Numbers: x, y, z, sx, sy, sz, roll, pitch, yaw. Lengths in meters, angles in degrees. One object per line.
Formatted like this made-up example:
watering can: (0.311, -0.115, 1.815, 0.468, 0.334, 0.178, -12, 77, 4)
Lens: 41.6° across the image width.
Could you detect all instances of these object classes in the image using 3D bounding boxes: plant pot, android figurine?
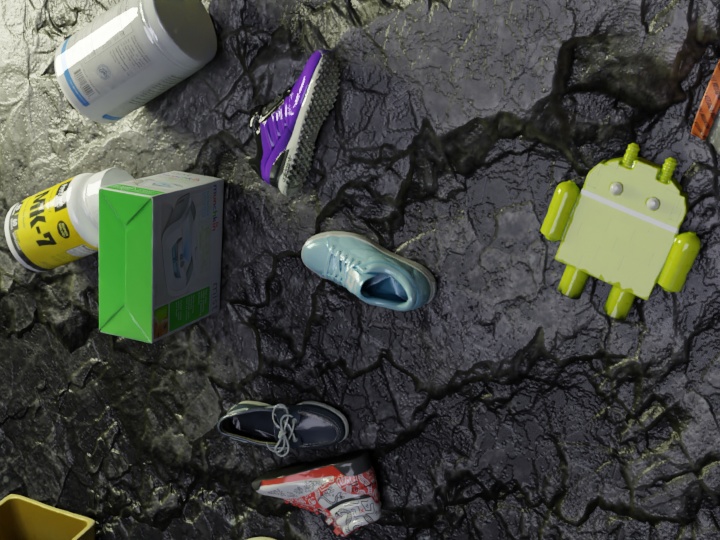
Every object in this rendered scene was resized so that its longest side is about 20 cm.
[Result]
plant pot: (-0.569, 0.534, 1.596, 0.193, 0.194, 0.203, 10, 115, 23)
android figurine: (0.309, -0.047, 1.120, 0.180, 0.041, 0.202, 27, 114, 18)

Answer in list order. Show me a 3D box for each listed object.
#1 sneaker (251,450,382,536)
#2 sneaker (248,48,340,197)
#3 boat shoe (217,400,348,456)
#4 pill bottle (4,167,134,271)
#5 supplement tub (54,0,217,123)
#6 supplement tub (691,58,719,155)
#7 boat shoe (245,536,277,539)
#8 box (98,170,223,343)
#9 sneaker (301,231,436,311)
sneaker: (-0.062, 0.333, 1.369, 0.199, 0.067, 0.110, -17, 92, 25)
sneaker: (-0.100, -0.207, 1.261, 0.099, 0.069, 0.202, 30, 112, 19)
boat shoe: (-0.114, 0.225, 1.371, 0.197, 0.062, 0.076, 6, 103, 24)
pill bottle: (-0.426, -0.078, 1.422, 0.198, 0.114, 0.116, -18, 94, 27)
supplement tub: (-0.310, -0.300, 1.306, 0.198, 0.132, 0.134, -23, 92, 27)
supplement tub: (0.455, -0.152, 0.979, 0.198, 0.122, 0.124, 25, 111, 19)
boat shoe: (-0.133, 0.452, 1.432, 0.198, 0.063, 0.074, -4, 100, 26)
box: (-0.278, -0.024, 1.328, 0.095, 0.176, 0.203, 11, 106, 23)
sneaker: (0.000, 0.000, 1.254, 0.197, 0.082, 0.075, 16, 107, 22)
